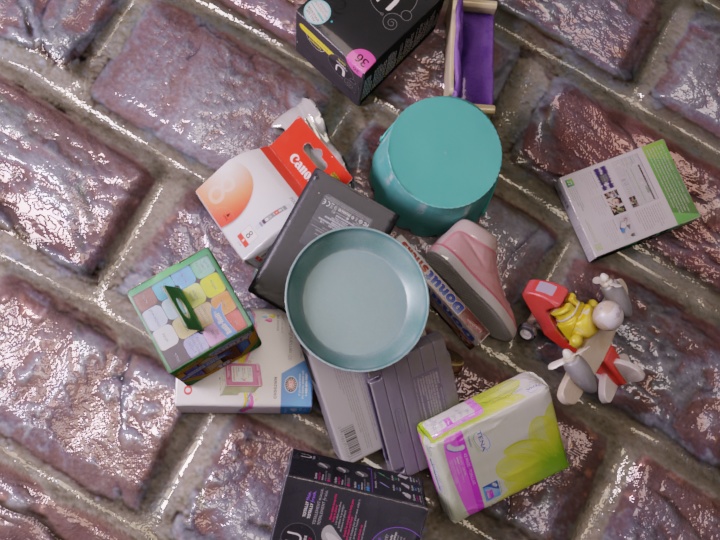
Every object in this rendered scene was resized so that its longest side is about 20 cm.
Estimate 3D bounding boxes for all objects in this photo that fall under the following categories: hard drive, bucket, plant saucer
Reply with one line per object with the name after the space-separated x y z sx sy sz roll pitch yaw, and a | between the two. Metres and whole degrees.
-0.052 -0.024 1.249 0.139 0.033 0.201 30 89 0 | hard drive
0.119 -0.162 1.359 0.205 0.135 0.209 1 77 -6 | bucket
-0.006 0.041 1.196 0.198 0.036 0.202 2 76 -9 | plant saucer

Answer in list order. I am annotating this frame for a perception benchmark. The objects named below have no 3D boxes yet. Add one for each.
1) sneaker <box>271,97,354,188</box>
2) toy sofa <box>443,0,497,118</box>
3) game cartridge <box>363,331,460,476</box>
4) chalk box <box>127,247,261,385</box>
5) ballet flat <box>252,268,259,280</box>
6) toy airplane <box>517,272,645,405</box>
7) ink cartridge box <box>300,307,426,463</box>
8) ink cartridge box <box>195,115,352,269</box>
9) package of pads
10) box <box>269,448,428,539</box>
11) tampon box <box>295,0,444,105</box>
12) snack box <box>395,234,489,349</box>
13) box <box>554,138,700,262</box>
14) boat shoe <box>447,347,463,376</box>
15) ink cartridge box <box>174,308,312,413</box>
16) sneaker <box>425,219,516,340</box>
-0.070 -0.172 1.385 0.087 0.075 0.201 -28 73 -3 | sneaker
0.179 -0.346 1.429 0.082 0.098 0.202 4 75 -4 | toy sofa
0.081 0.196 1.264 0.129 0.038 0.201 -23 117 -19 | game cartridge
-0.216 0.060 1.154 0.123 0.200 0.125 -29 80 -10 | chalk box
-0.114 -0.058 1.347 0.074 0.074 0.202 12 76 -2 | ballet flat
0.351 0.099 1.315 0.197 0.141 0.202 1 61 -25 | toy airplane
0.022 0.159 1.266 0.172 0.044 0.201 -24 117 -16 | ink cartridge box
-0.132 -0.125 1.314 0.200 0.050 0.162 -44 60 8 | ink cartridge box
0.192 0.251 1.270 0.199 0.068 0.156 -23 113 -11 | package of pads
-0.017 0.342 1.225 0.198 0.106 0.123 14 98 -3 | box
0.014 -0.401 1.410 0.150 0.126 0.200 42 77 6 | tampon box
0.116 0.034 1.344 0.024 0.072 0.200 -40 83 -15 | snack box
0.434 -0.114 1.431 0.198 0.036 0.145 -20 79 -9 | box
0.055 0.145 1.321 0.198 0.072 0.068 3 107 -6 | boat shoe
-0.169 0.133 1.287 0.198 0.085 0.146 1 76 -4 | ink cartridge box
0.192 0.008 1.338 0.200 0.075 0.105 50 63 -18 | sneaker
